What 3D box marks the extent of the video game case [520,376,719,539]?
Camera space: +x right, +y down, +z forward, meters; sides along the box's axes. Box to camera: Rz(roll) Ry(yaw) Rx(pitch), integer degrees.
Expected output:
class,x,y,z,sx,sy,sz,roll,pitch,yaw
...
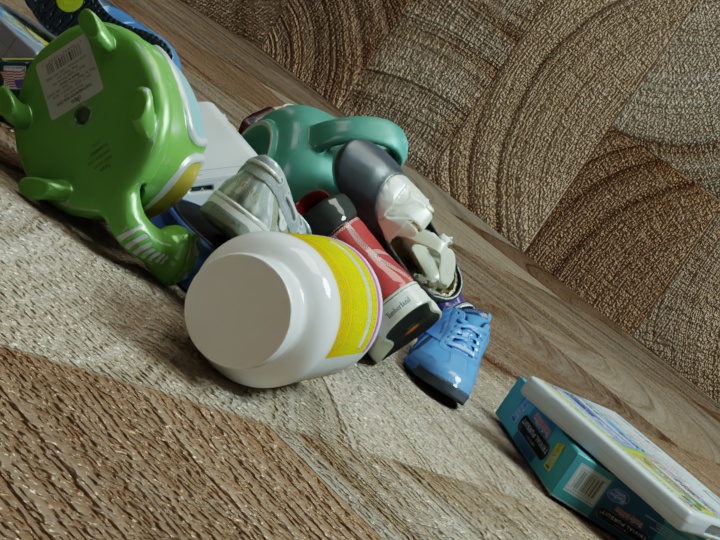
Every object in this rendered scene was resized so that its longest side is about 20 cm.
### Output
class,x,y,z,sx,sy,sz,roll,pitch,yaw
video game case,0.254,0.176,1.526,0.200,0.022,0.182,42,10,35

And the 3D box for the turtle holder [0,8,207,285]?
class,x,y,z,sx,sy,sz,roll,pitch,yaw
turtle holder,-0.170,-0.095,1.272,0.185,0.142,0.132,37,7,28

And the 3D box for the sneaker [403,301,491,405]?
class,x,y,z,sx,sy,sz,roll,pitch,yaw
sneaker,0.089,0.070,1.617,0.066,0.079,0.200,36,9,-4

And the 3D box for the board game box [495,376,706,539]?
class,x,y,z,sx,sy,sz,roll,pitch,yaw
board game box,0.217,0.186,1.565,0.150,0.047,0.200,33,8,-16

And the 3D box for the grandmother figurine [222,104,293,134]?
class,x,y,z,sx,sy,sz,roll,pitch,yaw
grandmother figurine,-0.085,-0.111,1.693,0.199,0.061,0.122,16,51,-29

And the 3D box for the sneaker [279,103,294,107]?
class,x,y,z,sx,sy,sz,roll,pitch,yaw
sneaker,-0.079,-0.067,1.792,0.075,0.104,0.202,16,49,-51

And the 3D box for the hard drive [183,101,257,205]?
class,x,y,z,sx,sy,sz,roll,pitch,yaw
hard drive,-0.167,-0.104,1.512,0.131,0.027,0.200,-8,24,-18

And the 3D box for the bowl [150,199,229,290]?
class,x,y,z,sx,sy,sz,roll,pitch,yaw
bowl,-0.087,0.008,1.377,0.200,0.040,0.201,34,8,-5

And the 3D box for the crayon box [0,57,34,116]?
class,x,y,z,sx,sy,sz,roll,pitch,yaw
crayon box,-0.240,-0.164,1.511,0.126,0.051,0.200,1,8,4

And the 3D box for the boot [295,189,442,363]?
class,x,y,z,sx,sy,sz,roll,pitch,yaw
boot,0.000,0.000,1.466,0.145,0.072,0.200,51,-6,12

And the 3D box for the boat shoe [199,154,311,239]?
class,x,y,z,sx,sy,sz,roll,pitch,yaw
boat shoe,-0.072,-0.043,1.317,0.074,0.065,0.202,36,-2,12

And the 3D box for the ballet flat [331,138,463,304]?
class,x,y,z,sx,sy,sz,roll,pitch,yaw
ballet flat,0.042,-0.038,1.485,0.073,0.073,0.201,42,-13,46

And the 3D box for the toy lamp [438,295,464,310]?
class,x,y,z,sx,sy,sz,roll,pitch,yaw
toy lamp,0.069,0.019,1.921,0.058,0.058,0.200,30,7,-28

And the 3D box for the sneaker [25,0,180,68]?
class,x,y,z,sx,sy,sz,roll,pitch,yaw
sneaker,-0.273,-0.250,1.786,0.199,0.066,0.078,36,-4,7

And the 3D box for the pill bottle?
class,x,y,z,sx,sy,sz,roll,pitch,yaw
pill bottle,-0.054,0.026,1.164,0.104,0.105,0.200,36,7,11

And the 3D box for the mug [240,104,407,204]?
class,x,y,z,sx,sy,sz,roll,pitch,yaw
mug,-0.053,-0.087,1.554,0.114,0.186,0.152,26,15,-28

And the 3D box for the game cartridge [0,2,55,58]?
class,x,y,z,sx,sy,sz,roll,pitch,yaw
game cartridge,-0.338,-0.226,1.759,0.133,0.041,0.200,23,14,-42
